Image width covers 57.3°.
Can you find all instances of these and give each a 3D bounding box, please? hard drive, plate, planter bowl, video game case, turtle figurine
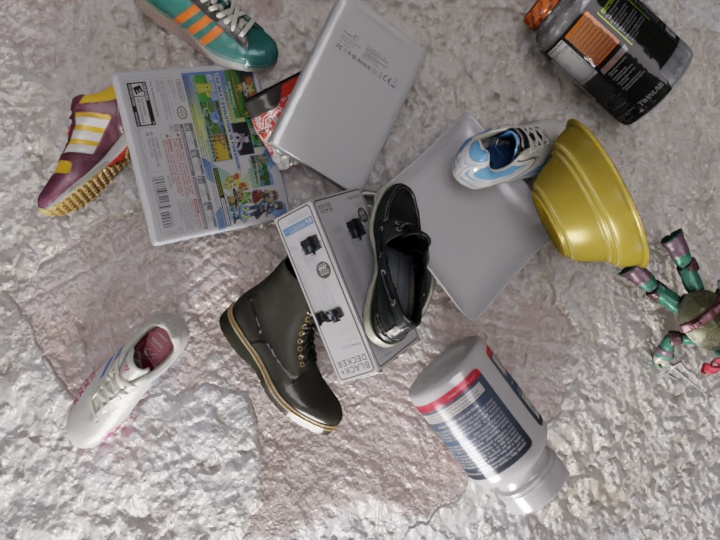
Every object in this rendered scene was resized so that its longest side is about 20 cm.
[{"bbox_3d":[-0.013,-0.212,0.804,0.130,0.026,0.203,27,87,-24],"label":"hard drive"},{"bbox_3d":[0.136,-0.070,0.851,0.200,0.032,0.200,-43,95,-23],"label":"plate"},{"bbox_3d":[0.268,-0.076,0.817,0.082,0.200,0.204,-26,92,9],"label":"planter bowl"},{"bbox_3d":[-0.190,-0.147,0.808,0.179,0.022,0.205,-14,90,-31],"label":"video game case"},{"bbox_3d":[0.446,0.055,0.877,0.149,0.101,0.202,-36,87,-6],"label":"turtle figurine"}]

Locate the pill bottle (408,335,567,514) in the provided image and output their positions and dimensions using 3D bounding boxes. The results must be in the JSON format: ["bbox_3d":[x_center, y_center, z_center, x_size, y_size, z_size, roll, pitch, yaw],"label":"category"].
[{"bbox_3d":[0.163,0.196,0.826,0.119,0.120,0.201,-38,93,-6],"label":"pill bottle"}]

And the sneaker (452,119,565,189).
[{"bbox_3d":[0.203,-0.156,0.841,0.197,0.072,0.073,-23,82,-31],"label":"sneaker"}]

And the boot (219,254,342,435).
[{"bbox_3d":[-0.065,0.090,0.794,0.200,0.078,0.138,46,117,-4],"label":"boot"}]

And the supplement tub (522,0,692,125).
[{"bbox_3d":[0.314,-0.298,0.853,0.199,0.122,0.123,40,85,-5],"label":"supplement tub"}]

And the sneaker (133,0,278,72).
[{"bbox_3d":[-0.186,-0.320,0.807,0.197,0.080,0.072,28,53,-5],"label":"sneaker"}]

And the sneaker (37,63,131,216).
[{"bbox_3d":[-0.331,-0.157,0.803,0.090,0.075,0.201,43,76,-6],"label":"sneaker"}]

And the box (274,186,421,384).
[{"bbox_3d":[-0.012,0.014,0.770,0.059,0.116,0.204,-22,93,33],"label":"box"}]

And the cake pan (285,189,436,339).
[{"bbox_3d":[0.000,0.000,0.852,0.195,0.037,0.206,0,89,-6],"label":"cake pan"}]

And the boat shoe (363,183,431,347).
[{"bbox_3d":[0.049,-0.018,0.738,0.074,0.066,0.203,29,57,-27],"label":"boat shoe"}]

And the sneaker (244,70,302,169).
[{"bbox_3d":[-0.042,-0.208,0.843,0.199,0.067,0.110,-33,111,-18],"label":"sneaker"}]

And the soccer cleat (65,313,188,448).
[{"bbox_3d":[-0.288,0.131,0.792,0.070,0.086,0.201,40,85,-4],"label":"soccer cleat"}]
